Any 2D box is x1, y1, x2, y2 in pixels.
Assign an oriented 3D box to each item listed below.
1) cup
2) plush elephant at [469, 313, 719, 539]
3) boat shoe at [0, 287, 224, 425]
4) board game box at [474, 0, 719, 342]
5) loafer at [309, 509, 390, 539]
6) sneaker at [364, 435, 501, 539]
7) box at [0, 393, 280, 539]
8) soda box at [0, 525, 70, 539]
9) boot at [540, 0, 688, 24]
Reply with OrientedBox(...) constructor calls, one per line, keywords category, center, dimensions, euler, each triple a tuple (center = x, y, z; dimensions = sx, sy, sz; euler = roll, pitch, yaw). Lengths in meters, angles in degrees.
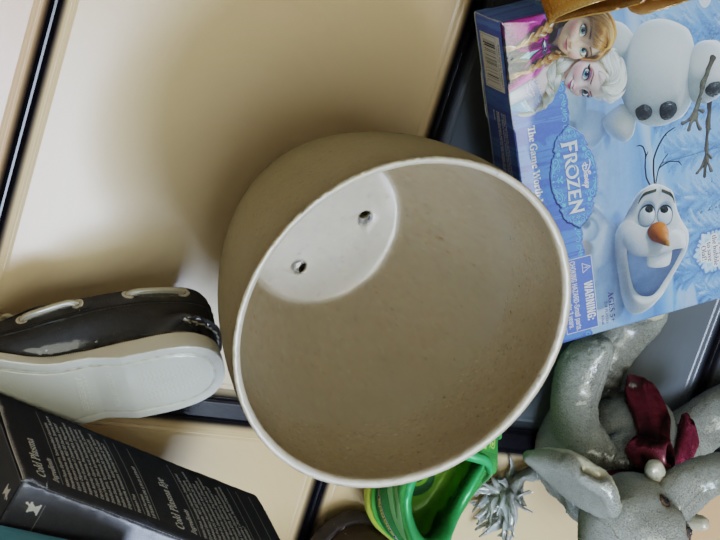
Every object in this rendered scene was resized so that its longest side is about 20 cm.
OrientedBox(category="cup", center=(0.000, 0.000, 1.433), dimensions=(0.199, 0.143, 0.201), euler=(-10, 120, -18))
OrientedBox(category="plush elephant", center=(0.173, 0.130, 1.568), dimensions=(0.200, 0.155, 0.165), euler=(-37, 124, -3))
OrientedBox(category="boat shoe", center=(-0.177, 0.050, 1.431), dimensions=(0.199, 0.060, 0.074), euler=(-11, 136, -3))
OrientedBox(category="board game box", center=(0.175, -0.075, 1.492), dimensions=(0.198, 0.043, 0.201), euler=(-16, 111, -18))
OrientedBox(category="loafer", center=(0.036, 0.237, 1.614), dimensions=(0.073, 0.071, 0.200), euler=(-43, 124, 2))
OrientedBox(category="sneaker", center=(0.065, 0.083, 1.539), dimensions=(0.074, 0.084, 0.201), euler=(8, 108, -27))
OrientedBox(category="box", center=(-0.166, 0.200, 1.420), dimensions=(0.182, 0.104, 0.200), euler=(25, 105, -29))
OrientedBox(category="soda box", center=(-0.208, 0.168, 1.292), dimensions=(0.199, 0.068, 0.064), euler=(15, 110, -16))
OrientedBox(category="boot", center=(0.175, -0.223, 1.404), dimensions=(0.200, 0.071, 0.145), euler=(-21, 86, -2))
